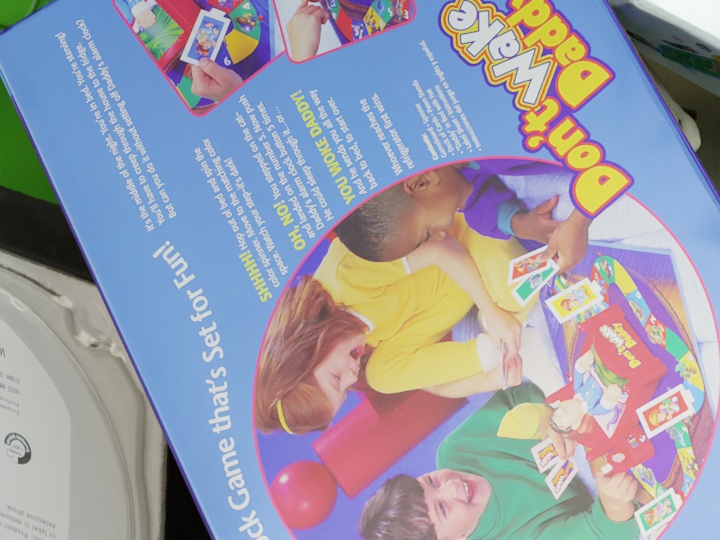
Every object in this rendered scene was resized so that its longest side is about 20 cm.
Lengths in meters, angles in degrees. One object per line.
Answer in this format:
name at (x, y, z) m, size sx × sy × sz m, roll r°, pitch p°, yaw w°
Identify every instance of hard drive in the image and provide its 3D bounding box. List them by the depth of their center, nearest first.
hard drive at (-0.102, 0.075, 0.815) m, size 0.140 × 0.038 × 0.200 m, roll 19°, pitch 120°, yaw 29°

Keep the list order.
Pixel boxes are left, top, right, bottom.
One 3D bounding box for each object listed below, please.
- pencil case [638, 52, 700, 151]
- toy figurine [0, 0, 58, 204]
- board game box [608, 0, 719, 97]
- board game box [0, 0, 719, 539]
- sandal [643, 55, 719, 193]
pencil case at (0.000, 0.000, 0.785) m, size 0.200 × 0.089 × 0.078 m, roll -47°, pitch 15°, yaw 38°
toy figurine at (-0.037, -0.126, 0.869) m, size 0.200 × 0.150 × 0.184 m, roll -53°, pitch 15°, yaw 43°
board game box at (0.179, -0.080, 0.709) m, size 0.200 × 0.064 × 0.148 m, roll 29°, pitch 88°, yaw -7°
board game box at (0.014, -0.001, 0.654) m, size 0.134 × 0.045 × 0.200 m, roll -30°, pitch 65°, yaw 7°
sandal at (0.035, -0.031, 0.833) m, size 0.201 × 0.057 × 0.080 m, roll -7°, pitch 67°, yaw 26°
